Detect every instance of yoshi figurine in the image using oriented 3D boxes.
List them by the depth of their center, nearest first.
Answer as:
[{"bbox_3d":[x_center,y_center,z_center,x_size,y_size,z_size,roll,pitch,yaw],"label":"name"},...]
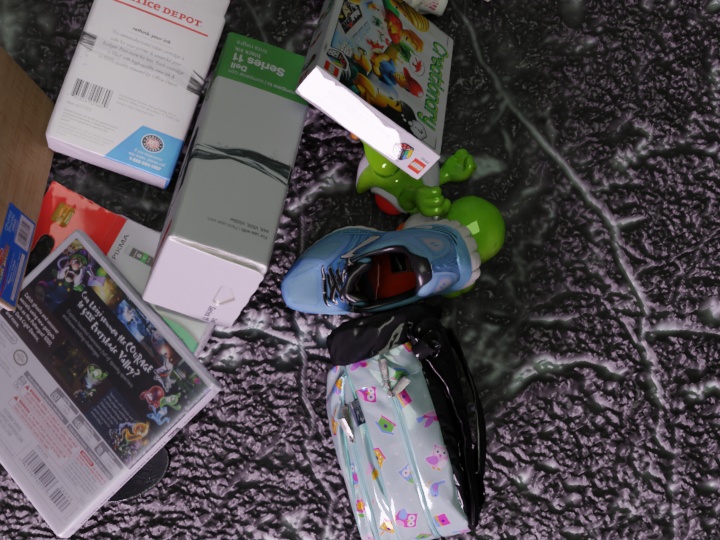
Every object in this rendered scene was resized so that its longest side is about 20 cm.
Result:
[{"bbox_3d":[0.068,-0.078,0.937,0.112,0.112,0.200,-26,88,-13],"label":"yoshi figurine"}]

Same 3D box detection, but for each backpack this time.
[{"bbox_3d":[0.038,0.134,0.893,0.126,0.167,0.201,-14,88,13],"label":"backpack"}]

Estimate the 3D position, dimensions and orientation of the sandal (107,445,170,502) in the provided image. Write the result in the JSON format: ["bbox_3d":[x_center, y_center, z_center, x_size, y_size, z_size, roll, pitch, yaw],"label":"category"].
[{"bbox_3d":[-0.269,0.156,0.912,0.200,0.048,0.076,15,81,0],"label":"sandal"}]

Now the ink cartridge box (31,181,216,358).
[{"bbox_3d":[-0.233,0.028,0.933,0.200,0.050,0.161,28,82,-2],"label":"ink cartridge box"}]

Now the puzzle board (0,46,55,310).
[{"bbox_3d":[-0.314,-0.084,0.873,0.017,0.151,0.201,1,68,14],"label":"puzzle board"}]

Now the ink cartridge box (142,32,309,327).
[{"bbox_3d":[-0.111,-0.072,0.872,0.083,0.147,0.201,18,63,-13],"label":"ink cartridge box"}]

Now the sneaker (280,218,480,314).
[{"bbox_3d":[0.000,0.000,0.890,0.200,0.090,0.079,-14,94,39],"label":"sneaker"}]

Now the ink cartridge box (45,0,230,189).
[{"bbox_3d":[-0.197,-0.190,0.945,0.116,0.068,0.201,20,82,-11],"label":"ink cartridge box"}]

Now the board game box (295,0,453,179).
[{"bbox_3d":[0.018,-0.178,0.892,0.126,0.035,0.200,34,37,-19],"label":"board game box"}]

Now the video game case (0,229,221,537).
[{"bbox_3d":[-0.248,0.093,0.894,0.182,0.023,0.200,-44,72,-3],"label":"video game case"}]

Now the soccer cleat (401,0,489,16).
[{"bbox_3d":[0.036,-0.277,0.974,0.199,0.070,0.087,-13,74,-6],"label":"soccer cleat"}]
